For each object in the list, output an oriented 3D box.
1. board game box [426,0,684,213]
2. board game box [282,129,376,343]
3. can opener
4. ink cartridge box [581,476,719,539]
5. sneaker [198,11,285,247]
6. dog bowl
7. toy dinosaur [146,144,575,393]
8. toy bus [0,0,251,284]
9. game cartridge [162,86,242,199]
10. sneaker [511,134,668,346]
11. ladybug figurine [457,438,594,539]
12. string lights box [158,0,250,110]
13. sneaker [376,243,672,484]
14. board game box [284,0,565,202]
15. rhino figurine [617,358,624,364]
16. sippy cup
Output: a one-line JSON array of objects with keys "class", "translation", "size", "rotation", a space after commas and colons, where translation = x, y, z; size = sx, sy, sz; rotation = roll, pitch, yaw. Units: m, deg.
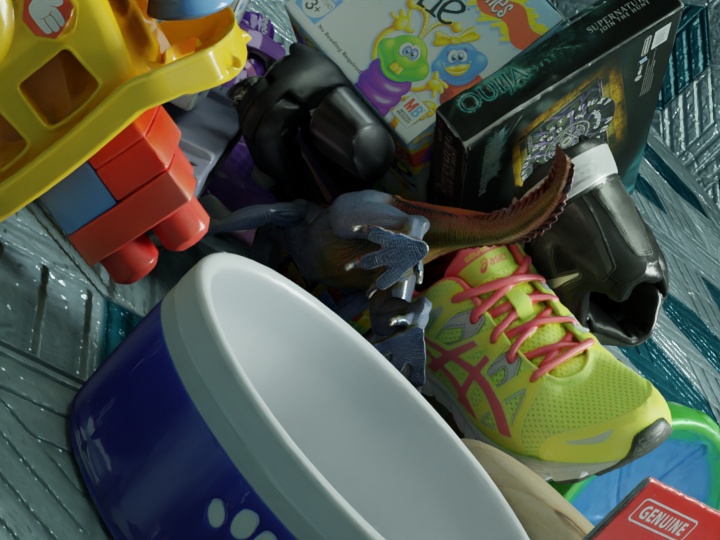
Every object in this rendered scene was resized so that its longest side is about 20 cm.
[{"class": "board game box", "translation": [0.093, -0.060, 1.207], "size": [0.028, 0.135, 0.200], "rotation": [52, -16, 20]}, {"class": "board game box", "translation": [0.023, 0.002, 1.396], "size": [0.200, 0.057, 0.166], "rotation": [32, 20, -48]}, {"class": "can opener", "translation": [-0.025, -0.055, 1.186], "size": [0.079, 0.063, 0.200], "rotation": [53, -7, 13]}, {"class": "ink cartridge box", "translation": [0.090, 0.165, 0.834], "size": [0.200, 0.176, 0.045], "rotation": [27, 22, -54]}, {"class": "sneaker", "translation": [-0.076, -0.097, 1.300], "size": [0.080, 0.088, 0.201], "rotation": [37, 18, -46]}, {"class": "dog bowl", "translation": [-0.018, 0.092, 0.932], "size": [0.200, 0.079, 0.200], "rotation": [43, 13, -12]}, {"class": "toy dinosaur", "translation": [0.000, 0.000, 1.131], "size": [0.182, 0.198, 0.106], "rotation": [-121, -169, -70]}, {"class": "toy bus", "translation": [-0.112, -0.101, 0.974], "size": [0.192, 0.199, 0.136], "rotation": [51, 13, -12]}, {"class": "game cartridge", "translation": [-0.123, -0.083, 1.145], "size": [0.129, 0.039, 0.200], "rotation": [30, 15, -3]}, {"class": "sneaker", "translation": [0.110, 0.006, 1.186], "size": [0.091, 0.066, 0.200], "rotation": [57, -11, 12]}, {"class": "ladybug figurine", "translation": [0.086, 0.157, 1.039], "size": [0.200, 0.072, 0.136], "rotation": [45, -12, 30]}, {"class": "string lights box", "translation": [-0.145, -0.169, 1.134], "size": [0.199, 0.103, 0.059], "rotation": [27, 13, -1]}, {"class": "sneaker", "translation": [0.068, 0.031, 1.119], "size": [0.199, 0.078, 0.091], "rotation": [29, -44, 45]}, {"class": "board game box", "translation": [0.042, -0.093, 1.248], "size": [0.105, 0.103, 0.200], "rotation": [49, -8, 20]}, {"class": "rhino figurine", "translation": [0.094, 0.072, 1.323], "size": [0.200, 0.087, 0.060], "rotation": [37, 30, -55]}, {"class": "sippy cup", "translation": [0.097, 0.097, 1.204], "size": [0.130, 0.140, 0.178], "rotation": [42, -4, 40]}]
